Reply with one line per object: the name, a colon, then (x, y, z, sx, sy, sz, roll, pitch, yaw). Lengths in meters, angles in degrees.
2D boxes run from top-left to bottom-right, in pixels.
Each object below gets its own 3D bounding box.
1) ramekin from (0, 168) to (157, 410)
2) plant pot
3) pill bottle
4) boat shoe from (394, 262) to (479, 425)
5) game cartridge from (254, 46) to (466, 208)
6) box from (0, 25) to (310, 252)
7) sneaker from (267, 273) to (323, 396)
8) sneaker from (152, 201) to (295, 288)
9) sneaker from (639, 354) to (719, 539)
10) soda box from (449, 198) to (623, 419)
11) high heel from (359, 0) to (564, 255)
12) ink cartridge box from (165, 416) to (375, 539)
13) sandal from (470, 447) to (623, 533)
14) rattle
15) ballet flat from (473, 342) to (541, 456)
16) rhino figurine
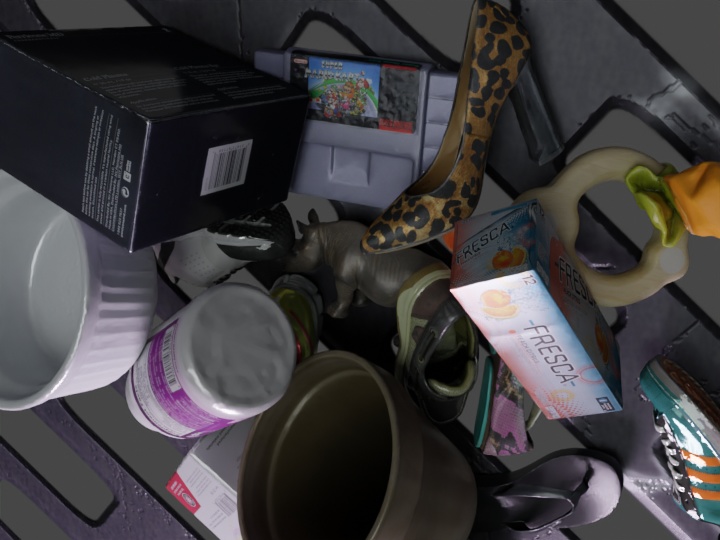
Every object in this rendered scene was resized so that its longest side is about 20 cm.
ramekin: (-0.273, 0.016, 0.719, 0.196, 0.097, 0.207, -2, 87, 31)
plant pot: (0.014, 0.196, 0.734, 0.199, 0.203, 0.172, -37, 135, 28)
pill bottle: (-0.147, 0.092, 0.741, 0.113, 0.112, 0.199, 53, 143, -6)
boat shoe: (0.072, 0.084, 0.714, 0.070, 0.067, 0.204, -21, 137, -12)
game cartridge: (-0.005, -0.125, 0.725, 0.195, 0.038, 0.133, 11, 118, 16)
box: (-0.174, -0.122, 0.674, 0.180, 0.199, 0.106, 30, 119, 23)
sneaker: (-0.075, 0.113, 0.810, 0.076, 0.090, 0.205, -1, 111, 18)
sneaker: (-0.131, -0.024, 0.780, 0.197, 0.073, 0.082, 5, 123, 42)
sneaker: (0.295, 0.169, 0.704, 0.079, 0.071, 0.201, -37, 96, 24)
soda box: (0.140, 0.037, 0.619, 0.067, 0.065, 0.200, -13, 138, 29)
high heel: (0.059, -0.112, 0.643, 0.198, 0.071, 0.144, -33, 114, -7)
ink cartridge box: (-0.097, 0.246, 0.846, 0.199, 0.086, 0.148, 41, 144, -1)
sandal: (0.164, 0.230, 0.793, 0.196, 0.043, 0.077, -21, 102, 26)
rattle: (0.172, -0.022, 0.610, 0.194, 0.143, 0.134, -4, 112, -5)
ballet flat: (0.141, 0.075, 0.732, 0.069, 0.069, 0.205, 0, 109, 1)
rhino figurine: (0.000, 0.000, 0.756, 0.196, 0.060, 0.089, 24, 121, 12)
